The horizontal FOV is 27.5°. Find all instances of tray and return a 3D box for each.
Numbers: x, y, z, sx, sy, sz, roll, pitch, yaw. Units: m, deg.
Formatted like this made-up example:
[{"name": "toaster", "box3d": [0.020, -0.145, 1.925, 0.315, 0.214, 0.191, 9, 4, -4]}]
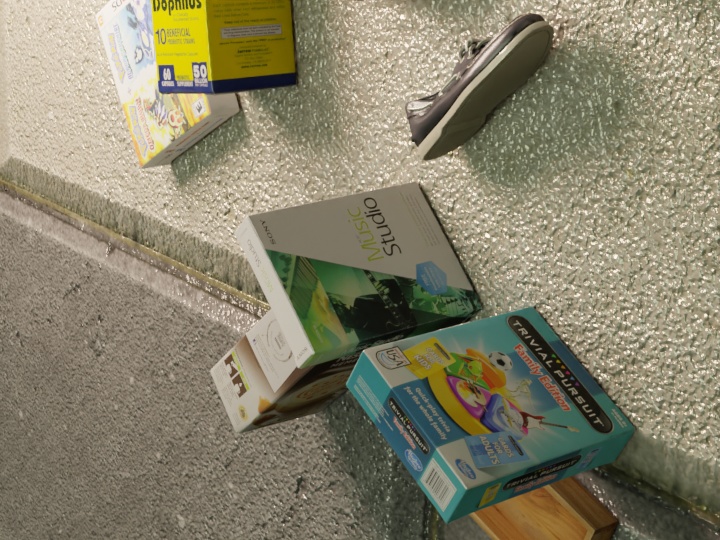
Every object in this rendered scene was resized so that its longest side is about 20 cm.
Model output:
[{"name": "tray", "box3d": [0.143, 0.203, 1.353, 0.200, 0.037, 0.099, 44, 131, 35]}]

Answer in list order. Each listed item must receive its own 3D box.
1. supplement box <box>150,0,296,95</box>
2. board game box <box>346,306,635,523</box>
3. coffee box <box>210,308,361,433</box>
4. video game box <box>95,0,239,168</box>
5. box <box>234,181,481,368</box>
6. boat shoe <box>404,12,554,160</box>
[{"name": "supplement box", "box3d": [-0.147, -0.287, 1.529, 0.109, 0.109, 0.202, 8, 106, 51]}, {"name": "board game box", "box3d": [0.111, 0.114, 1.235, 0.151, 0.199, 0.047, 52, 136, 29]}, {"name": "coffee box", "box3d": [-0.054, 0.084, 1.509, 0.200, 0.114, 0.080, -44, 65, 48]}, {"name": "video game box", "box3d": [-0.226, -0.242, 1.697, 0.182, 0.047, 0.201, -28, 77, 54]}, {"name": "box", "box3d": [0.000, 0.000, 1.346, 0.145, 0.199, 0.036, 62, 143, 18]}, {"name": "boat shoe", "box3d": [0.095, -0.171, 1.284, 0.063, 0.072, 0.200, 62, 145, 15]}]
